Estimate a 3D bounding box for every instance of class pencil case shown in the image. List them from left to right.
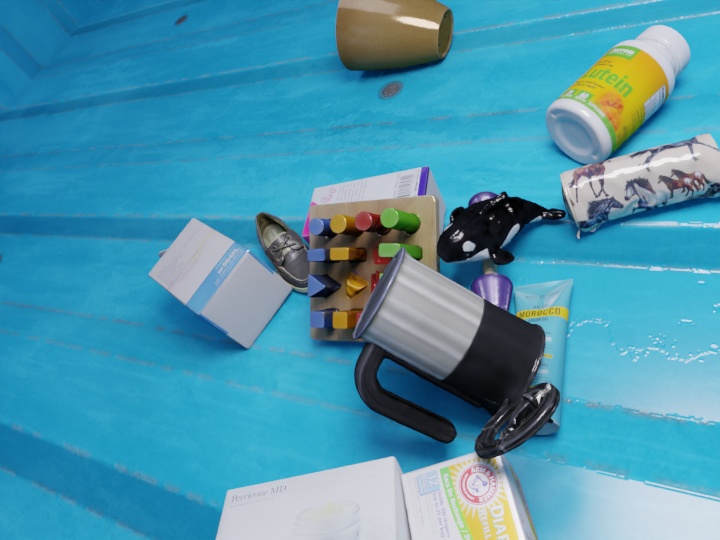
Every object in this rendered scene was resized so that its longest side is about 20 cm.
[{"bbox_3d":[0.368,-0.111,0.753,0.199,0.090,0.078,-14,21,19],"label":"pencil case"}]

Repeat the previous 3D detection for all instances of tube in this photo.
[{"bbox_3d":[0.218,0.095,0.700,0.077,0.050,0.201,-6,48,27],"label":"tube"}]

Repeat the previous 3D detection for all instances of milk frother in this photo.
[{"bbox_3d":[0.095,0.085,0.608,0.187,0.200,0.181,28,70,-4],"label":"milk frother"}]

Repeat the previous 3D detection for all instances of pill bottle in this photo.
[{"bbox_3d":[0.377,-0.259,0.839,0.200,0.111,0.111,-43,46,-7],"label":"pill bottle"}]

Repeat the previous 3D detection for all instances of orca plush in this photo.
[{"bbox_3d":[0.191,-0.069,0.762,0.199,0.071,0.106,-9,55,-19],"label":"orca plush"}]

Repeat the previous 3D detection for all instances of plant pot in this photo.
[{"bbox_3d":[0.078,-0.488,1.165,0.199,0.187,0.187,17,64,23],"label":"plant pot"}]

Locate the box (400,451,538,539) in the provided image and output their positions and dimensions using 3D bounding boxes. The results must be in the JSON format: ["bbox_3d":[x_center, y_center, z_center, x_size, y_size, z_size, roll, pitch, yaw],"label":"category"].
[{"bbox_3d":[0.121,0.292,0.557,0.112,0.101,0.201,-22,47,13],"label":"box"}]

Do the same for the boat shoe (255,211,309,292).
[{"bbox_3d":[-0.131,-0.036,0.986,0.072,0.066,0.201,-40,46,-4],"label":"boat shoe"}]

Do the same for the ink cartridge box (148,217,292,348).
[{"bbox_3d":[-0.240,0.013,0.961,0.199,0.129,0.126,28,77,40],"label":"ink cartridge box"}]

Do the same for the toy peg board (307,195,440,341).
[{"bbox_3d":[0.000,0.000,0.790,0.198,0.098,0.202,-1,88,25],"label":"toy peg board"}]

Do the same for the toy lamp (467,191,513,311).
[{"bbox_3d":[0.180,-0.021,0.805,0.058,0.058,0.201,-11,48,22],"label":"toy lamp"}]

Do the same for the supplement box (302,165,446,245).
[{"bbox_3d":[0.023,-0.078,0.907,0.199,0.103,0.102,-6,54,25],"label":"supplement box"}]

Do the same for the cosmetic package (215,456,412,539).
[{"bbox_3d":[-0.041,0.317,0.570,0.198,0.123,0.200,-15,30,11],"label":"cosmetic package"}]
